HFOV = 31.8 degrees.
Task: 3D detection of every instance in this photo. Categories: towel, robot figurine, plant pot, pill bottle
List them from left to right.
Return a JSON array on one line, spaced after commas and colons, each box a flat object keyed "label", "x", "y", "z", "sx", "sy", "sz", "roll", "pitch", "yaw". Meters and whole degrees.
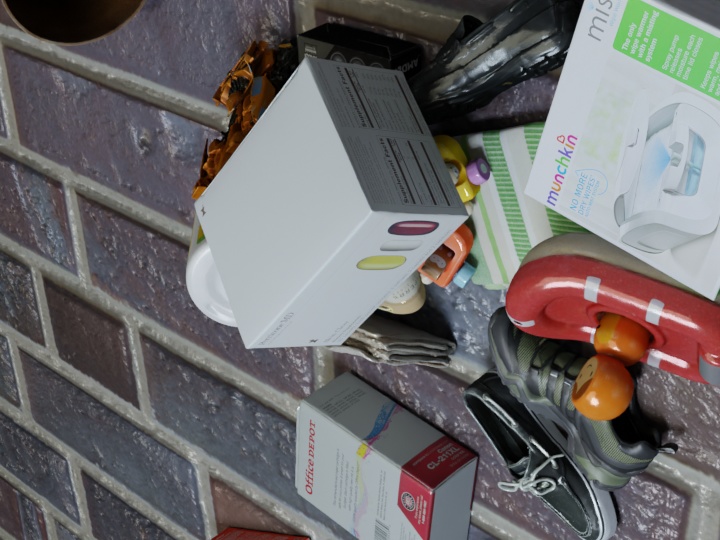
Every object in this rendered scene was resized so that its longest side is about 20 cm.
[{"label": "plant pot", "x": -0.347, "y": -0.381, "z": 1.403, "sx": 0.200, "sy": 0.185, "sz": 0.189, "roll": 48, "pitch": 142, "yaw": 39}, {"label": "pill bottle", "x": -0.119, "y": -0.043, "z": 1.315, "sx": 0.109, "sy": 0.201, "sz": 0.112, "roll": -1, "pitch": 124, "yaw": -1}, {"label": "robot figurine", "x": -0.112, "y": -0.151, "z": 1.258, "sx": 0.058, "sy": 0.201, "sz": 0.145, "roll": 28, "pitch": 129, "yaw": -22}, {"label": "towel", "x": -0.009, "y": 0.062, "z": 1.314, "sx": 0.199, "sy": 0.132, "sz": 0.035, "roll": 19, "pitch": 96, "yaw": 41}, {"label": "towel", "x": 0.156, "y": -0.058, "z": 1.140, "sx": 0.199, "sy": 0.023, "sz": 0.154, "roll": -4, "pitch": 109, "yaw": 51}]

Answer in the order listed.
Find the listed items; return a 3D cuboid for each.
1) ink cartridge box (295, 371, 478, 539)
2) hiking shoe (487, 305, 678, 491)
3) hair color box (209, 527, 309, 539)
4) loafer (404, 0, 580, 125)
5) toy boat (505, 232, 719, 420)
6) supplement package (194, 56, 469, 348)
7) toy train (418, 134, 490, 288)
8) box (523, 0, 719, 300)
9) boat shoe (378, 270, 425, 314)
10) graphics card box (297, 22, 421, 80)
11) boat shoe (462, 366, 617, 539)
[{"label": "ink cartridge box", "x": 0.025, "y": 0.228, "z": 1.411, "sx": 0.199, "sy": 0.082, "sz": 0.147, "roll": 31, "pitch": 133, "yaw": 33}, {"label": "hiking shoe", "x": 0.203, "y": 0.100, "z": 1.154, "sx": 0.200, "sy": 0.076, "sz": 0.101, "roll": 49, "pitch": 133, "yaw": 1}, {"label": "hair color box", "x": -0.131, "y": 0.415, "z": 1.721, "sx": 0.199, "sy": 0.061, "sz": 0.103, "roll": -6, "pitch": 108, "yaw": 51}, {"label": "loafer", "x": 0.100, "y": -0.181, "z": 1.073, "sx": 0.199, "sy": 0.068, "sz": 0.071, "roll": -24, "pitch": 78, "yaw": 34}, {"label": "toy boat", "x": 0.207, "y": 0.059, "z": 1.022, "sx": 0.198, "sy": 0.132, "sz": 0.131, "roll": 20, "pitch": 162, "yaw": 23}, {"label": "supplement package", "x": -0.031, "y": -0.052, "z": 1.076, "sx": 0.200, "sy": 0.110, "sz": 0.157, "roll": -46, "pitch": 56, "yaw": 39}, {"label": "toy train", "x": 0.036, "y": -0.070, "z": 1.174, "sx": 0.199, "sy": 0.056, "sz": 0.151, "roll": 39, "pitch": 130, "yaw": 5}, {"label": "box", "x": 0.238, "y": -0.115, "z": 0.940, "sx": 0.175, "sy": 0.097, "sz": 0.202, "roll": 32, "pitch": 134, "yaw": 20}, {"label": "boat shoe", "x": 0.000, "y": 0.000, "z": 1.210, "sx": 0.070, "sy": 0.074, "sz": 0.200, "roll": 56, "pitch": 169, "yaw": -24}, {"label": "graphics card box", "x": 0.003, "y": -0.132, "z": 1.242, "sx": 0.125, "sy": 0.051, "sz": 0.202, "roll": 23, "pitch": 127, "yaw": 37}, {"label": "boat shoe", "x": 0.171, "y": 0.188, "z": 1.234, "sx": 0.201, "sy": 0.068, "sz": 0.073, "roll": 58, "pitch": 142, "yaw": 3}]
